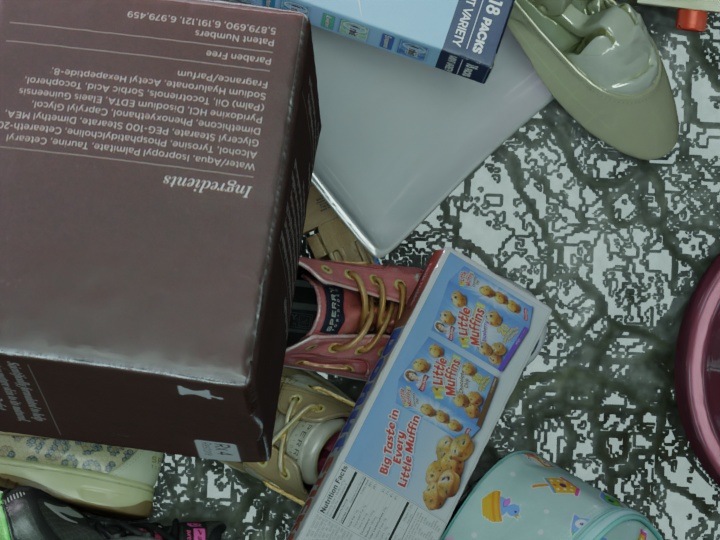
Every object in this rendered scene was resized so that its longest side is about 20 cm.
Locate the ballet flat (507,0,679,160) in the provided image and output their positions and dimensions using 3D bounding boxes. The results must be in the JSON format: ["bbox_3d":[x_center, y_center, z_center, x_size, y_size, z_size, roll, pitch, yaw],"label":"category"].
[{"bbox_3d":[0.119,-0.146,1.672,0.069,0.069,0.200,-45,95,-2],"label":"ballet flat"}]

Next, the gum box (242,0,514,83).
[{"bbox_3d":[0.003,-0.217,1.617,0.199,0.045,0.170,18,79,0],"label":"gum box"}]

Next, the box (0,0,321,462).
[{"bbox_3d":[-0.116,-0.024,1.514,0.164,0.166,0.201,8,72,3],"label":"box"}]

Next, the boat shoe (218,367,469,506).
[{"bbox_3d":[-0.024,0.099,1.682,0.200,0.069,0.074,24,88,-4],"label":"boat shoe"}]

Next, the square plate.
[{"bbox_3d":[0.006,-0.136,1.673,0.198,0.028,0.200,48,62,-2],"label":"square plate"}]

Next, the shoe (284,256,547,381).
[{"bbox_3d":[0.001,0.029,1.629,0.199,0.091,0.072,4,87,11],"label":"shoe"}]

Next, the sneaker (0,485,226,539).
[{"bbox_3d":[-0.120,0.162,1.646,0.200,0.077,0.084,27,119,-31],"label":"sneaker"}]

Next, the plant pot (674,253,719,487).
[{"bbox_3d":[0.285,0.058,1.646,0.199,0.179,0.201,0,91,-2],"label":"plant pot"}]

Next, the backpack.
[{"bbox_3d":[0.093,0.209,1.631,0.153,0.176,0.200,22,80,28],"label":"backpack"}]

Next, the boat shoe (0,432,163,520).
[{"bbox_3d":[-0.210,0.091,1.676,0.200,0.073,0.063,17,80,-15],"label":"boat shoe"}]

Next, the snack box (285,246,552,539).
[{"bbox_3d":[0.030,0.090,1.583,0.072,0.024,0.200,31,74,-11],"label":"snack box"}]

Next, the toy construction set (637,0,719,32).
[{"bbox_3d":[0.177,-0.233,1.688,0.131,0.092,0.201,7,79,-3],"label":"toy construction set"}]

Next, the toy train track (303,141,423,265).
[{"bbox_3d":[0.000,0.000,1.694,0.114,0.033,0.200,-24,81,8],"label":"toy train track"}]
